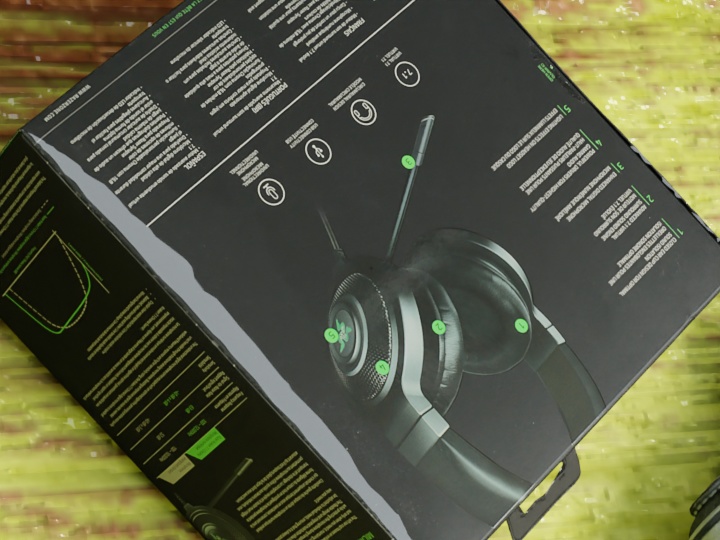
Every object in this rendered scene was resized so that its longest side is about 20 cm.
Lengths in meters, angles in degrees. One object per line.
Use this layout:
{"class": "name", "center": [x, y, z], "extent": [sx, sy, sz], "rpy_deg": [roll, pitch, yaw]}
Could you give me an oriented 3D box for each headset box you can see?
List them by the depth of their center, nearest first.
{"class": "headset box", "center": [0.000, 0.000, 0.852], "extent": [0.200, 0.093, 0.174], "rpy_deg": [46, 56, 0]}

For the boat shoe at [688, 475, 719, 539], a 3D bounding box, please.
{"class": "boat shoe", "center": [0.164, 0.043, 0.936], "extent": [0.071, 0.072, 0.200], "rpy_deg": [45, 46, 10]}
